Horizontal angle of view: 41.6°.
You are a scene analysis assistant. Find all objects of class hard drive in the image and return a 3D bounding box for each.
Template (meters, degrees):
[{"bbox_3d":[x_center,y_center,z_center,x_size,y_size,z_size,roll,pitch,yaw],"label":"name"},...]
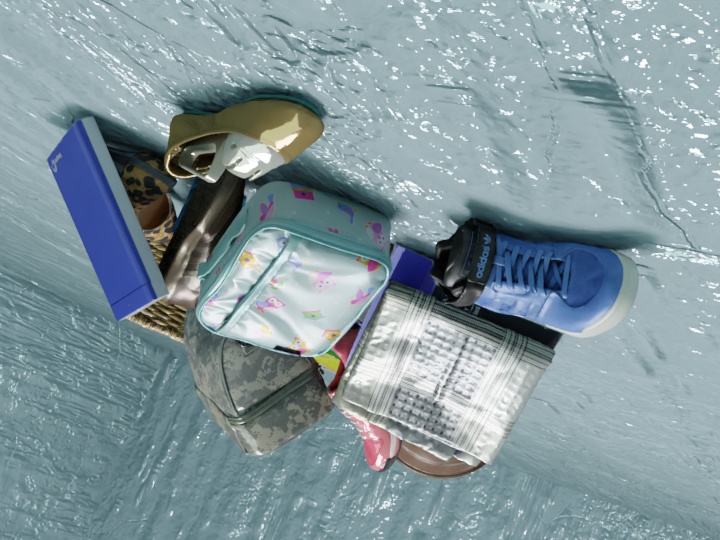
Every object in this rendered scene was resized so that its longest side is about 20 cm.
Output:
[{"bbox_3d":[-0.278,-0.051,1.032,0.132,0.025,0.201,-23,91,57],"label":"hard drive"}]

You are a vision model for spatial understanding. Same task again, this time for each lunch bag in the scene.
[{"bbox_3d":[-0.073,0.006,0.943,0.160,0.077,0.200,16,138,-24],"label":"lunch bag"},{"bbox_3d":[-0.141,0.115,1.190,0.168,0.139,0.200,63,163,-21],"label":"lunch bag"}]

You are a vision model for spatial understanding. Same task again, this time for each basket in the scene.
[{"bbox_3d":[-0.277,0.041,1.485,0.199,0.150,0.143,24,167,-12],"label":"basket"}]

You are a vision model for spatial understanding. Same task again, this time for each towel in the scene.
[{"bbox_3d":[0.082,0.121,1.020,0.192,0.035,0.201,23,128,0],"label":"towel"}]

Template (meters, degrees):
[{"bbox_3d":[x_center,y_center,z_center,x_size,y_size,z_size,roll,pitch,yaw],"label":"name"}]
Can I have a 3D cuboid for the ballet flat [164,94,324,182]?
[{"bbox_3d":[-0.101,-0.101,0.788,0.068,0.063,0.199,30,165,-34],"label":"ballet flat"}]

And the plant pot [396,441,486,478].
[{"bbox_3d":[0.118,0.155,1.226,0.199,0.201,0.198,21,161,4],"label":"plant pot"}]

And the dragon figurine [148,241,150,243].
[{"bbox_3d":[-0.341,-0.077,1.305,0.099,0.059,0.200,30,165,-32],"label":"dragon figurine"}]

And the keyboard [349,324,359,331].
[{"bbox_3d":[-0.104,0.071,1.319,0.199,0.021,0.127,-3,154,37],"label":"keyboard"}]

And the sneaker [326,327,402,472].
[{"bbox_3d":[0.000,0.158,1.170,0.086,0.201,0.074,-8,-159,-15],"label":"sneaker"}]

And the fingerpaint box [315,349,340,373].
[{"bbox_3d":[-0.056,0.118,1.602,0.199,0.074,0.167,28,165,-23],"label":"fingerpaint box"}]

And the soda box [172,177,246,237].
[{"bbox_3d":[-0.185,-0.047,1.145,0.064,0.068,0.200,23,167,-6],"label":"soda box"}]

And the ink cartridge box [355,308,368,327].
[{"bbox_3d":[-0.024,0.042,1.298,0.094,0.044,0.200,13,165,41],"label":"ink cartridge box"}]

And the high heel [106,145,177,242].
[{"bbox_3d":[-0.231,-0.071,1.104,0.142,0.072,0.200,21,160,33],"label":"high heel"}]

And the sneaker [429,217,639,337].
[{"bbox_3d":[0.132,0.003,0.796,0.111,0.077,0.200,17,177,-24],"label":"sneaker"}]

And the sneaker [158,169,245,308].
[{"bbox_3d":[-0.153,-0.034,1.007,0.075,0.071,0.200,18,134,-24],"label":"sneaker"}]

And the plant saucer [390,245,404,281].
[{"bbox_3d":[0.000,0.000,1.106,0.199,0.037,0.200,22,167,5],"label":"plant saucer"}]

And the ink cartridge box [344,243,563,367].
[{"bbox_3d":[0.095,0.089,1.044,0.199,0.043,0.199,22,128,2],"label":"ink cartridge box"}]
